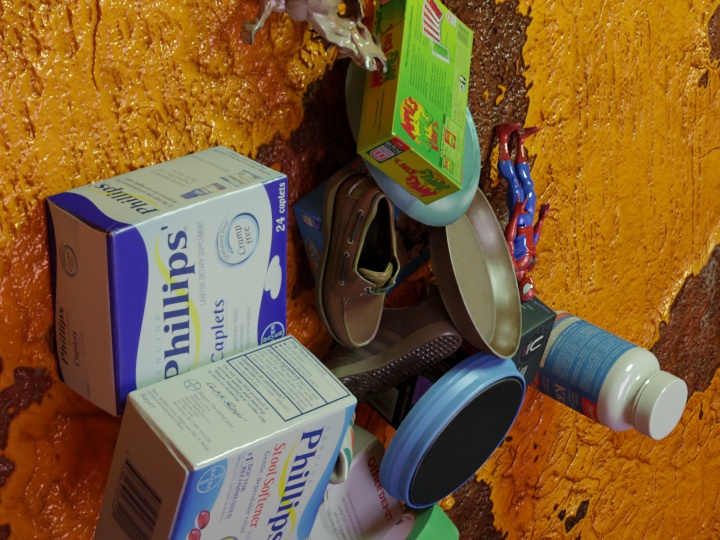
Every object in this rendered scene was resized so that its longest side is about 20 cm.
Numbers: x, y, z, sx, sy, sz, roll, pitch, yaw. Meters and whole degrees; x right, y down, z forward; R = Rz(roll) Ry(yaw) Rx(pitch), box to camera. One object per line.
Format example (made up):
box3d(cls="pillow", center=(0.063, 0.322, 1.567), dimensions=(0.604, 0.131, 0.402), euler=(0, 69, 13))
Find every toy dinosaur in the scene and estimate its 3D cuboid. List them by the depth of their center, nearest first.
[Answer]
box3d(cls="toy dinosaur", center=(-0.042, -0.277, 1.264), dimensions=(0.135, 0.085, 0.202), euler=(-20, 108, -53))

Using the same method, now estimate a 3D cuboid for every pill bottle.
box3d(cls="pill bottle", center=(0.314, 0.138, 1.781), dimensions=(0.112, 0.199, 0.113), euler=(-24, 126, -37))

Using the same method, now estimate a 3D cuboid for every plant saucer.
box3d(cls="plant saucer", center=(0.062, -0.144, 1.394), dimensions=(0.199, 0.027, 0.202), euler=(26, 53, -42))
box3d(cls="plant saucer", center=(0.120, -0.001, 1.481), dimensions=(0.200, 0.034, 0.202), euler=(46, 37, -49))

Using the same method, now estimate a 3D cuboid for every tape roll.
box3d(cls="tape roll", center=(0.022, 0.342, 1.583), dimensions=(0.200, 0.200, 0.048), euler=(-42, 97, -24))

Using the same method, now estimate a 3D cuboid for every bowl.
box3d(cls="bowl", center=(0.105, 0.178, 1.519), dimensions=(0.200, 0.039, 0.202), euler=(-36, 150, -25))

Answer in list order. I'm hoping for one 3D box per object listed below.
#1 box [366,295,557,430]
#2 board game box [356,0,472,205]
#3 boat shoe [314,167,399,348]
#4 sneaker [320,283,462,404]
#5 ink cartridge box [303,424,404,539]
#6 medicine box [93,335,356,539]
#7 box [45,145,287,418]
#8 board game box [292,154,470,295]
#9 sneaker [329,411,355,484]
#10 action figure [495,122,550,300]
box3d(cls="box", center=(0.115, 0.100, 1.596), dimensions=(0.199, 0.106, 0.123), euler=(-28, 146, -36))
box3d(cls="board game box", center=(0.055, -0.176, 1.341), dimensions=(0.101, 0.047, 0.202), euler=(34, 48, -35))
box3d(cls="boat shoe", center=(0.000, 0.000, 1.394), dimensions=(0.072, 0.068, 0.202), euler=(-27, 129, -33))
box3d(cls="sneaker", center=(0.017, 0.084, 1.496), dimensions=(0.198, 0.076, 0.070), euler=(-24, 143, 15))
box3d(cls="ink cartridge box", center=(-0.057, 0.279, 1.537), dimensions=(0.200, 0.085, 0.147), euler=(-43, 137, -26))
box3d(cls="medicine box", center=(-0.124, 0.181, 1.264), dimensions=(0.199, 0.103, 0.183), euler=(-18, 138, -42))
box3d(cls="box", center=(-0.170, 0.007, 1.251), dimensions=(0.199, 0.104, 0.186), euler=(-22, 125, -39))
box3d(cls="board game box", center=(0.027, -0.058, 1.480), dimensions=(0.200, 0.045, 0.153), euler=(-38, 134, -27))
box3d(cls="sneaker", center=(-0.068, 0.154, 1.427), dimensions=(0.070, 0.094, 0.200), euler=(-25, 138, 24))
box3d(cls="action figure", center=(0.186, -0.066, 1.594), dimensions=(0.065, 0.051, 0.203), euler=(3, 86, -53))
